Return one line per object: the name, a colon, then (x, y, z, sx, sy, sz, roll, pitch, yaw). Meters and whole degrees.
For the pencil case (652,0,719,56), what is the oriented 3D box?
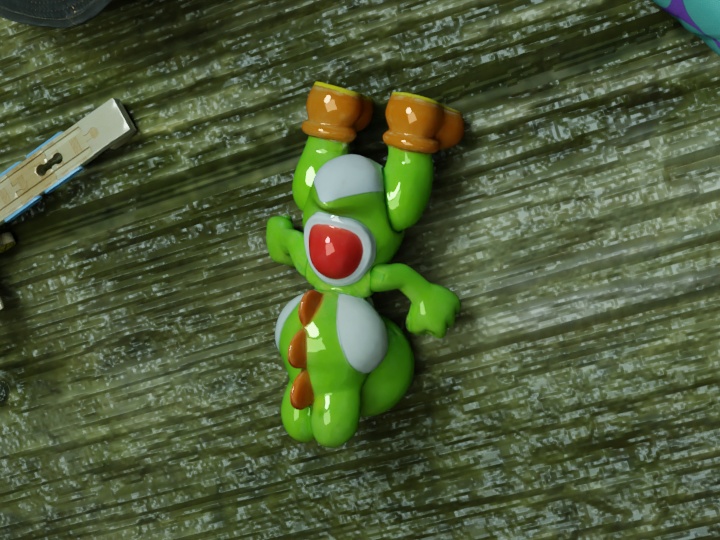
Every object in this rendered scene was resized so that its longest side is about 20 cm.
pencil case: (0.158, -0.194, 0.817, 0.200, 0.085, 0.093, 43, 143, 6)

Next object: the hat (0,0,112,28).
hat: (-0.166, -0.243, 0.914, 0.199, 0.081, 0.203, 14, 113, 35)

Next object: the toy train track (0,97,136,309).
toy train track: (-0.221, -0.042, 1.002, 0.199, 0.033, 0.115, -33, 81, 15)

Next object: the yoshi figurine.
yoshi figurine: (0.001, 0.000, 0.916, 0.111, 0.112, 0.202, 12, 89, -25)
